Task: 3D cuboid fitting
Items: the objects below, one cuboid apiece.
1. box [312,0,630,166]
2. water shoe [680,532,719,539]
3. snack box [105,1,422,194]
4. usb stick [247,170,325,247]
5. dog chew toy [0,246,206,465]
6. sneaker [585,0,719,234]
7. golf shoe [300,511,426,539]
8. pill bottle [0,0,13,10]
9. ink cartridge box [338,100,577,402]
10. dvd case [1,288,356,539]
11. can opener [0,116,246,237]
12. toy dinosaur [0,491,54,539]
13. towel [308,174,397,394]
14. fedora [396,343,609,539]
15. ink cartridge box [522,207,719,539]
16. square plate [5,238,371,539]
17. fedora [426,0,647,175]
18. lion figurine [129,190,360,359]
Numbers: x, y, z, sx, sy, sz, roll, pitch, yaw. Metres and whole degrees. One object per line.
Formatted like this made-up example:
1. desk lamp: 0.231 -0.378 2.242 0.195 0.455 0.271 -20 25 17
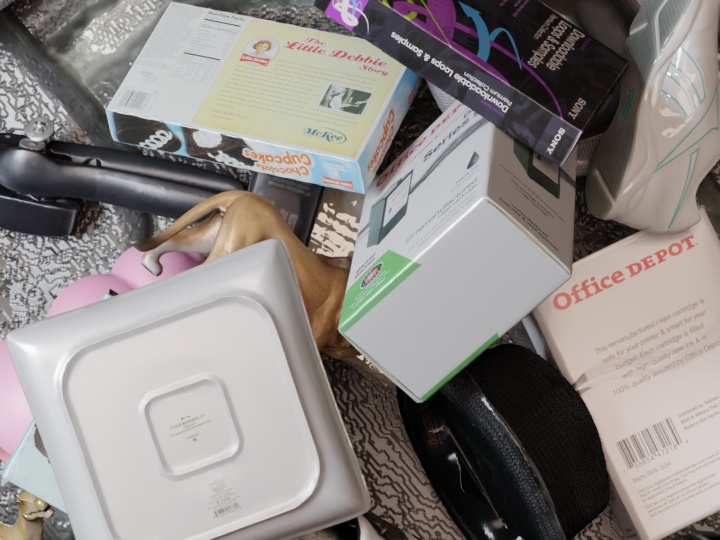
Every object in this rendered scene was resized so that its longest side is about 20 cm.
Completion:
1. box: 0.079 -0.161 1.648 0.199 0.143 0.036 34 121 2
2. water shoe: 0.231 0.224 1.706 0.199 0.071 0.079 -29 111 -27
3. snack box: -0.068 -0.125 1.737 0.199 0.037 0.117 13 53 20
4. usb stick: -0.070 -0.003 1.739 0.055 0.033 0.201 17 83 -8
5. dog chew toy: -0.181 0.061 1.722 0.124 0.125 0.200 40 75 4
6. sneaker: 0.222 -0.121 1.706 0.080 0.070 0.202 20 85 -21
7. golf shoe: 0.017 0.215 1.714 0.199 0.095 0.078 21 81 1
8. pill bottle: -0.297 -0.232 1.763 0.200 0.111 0.111 -37 84 -6
9. ink cartridge box: 0.068 -0.029 1.638 0.084 0.200 0.146 40 116 -16
10. dvd case: -0.122 0.126 1.652 0.199 0.022 0.147 31 88 -10
11. can opener: -0.181 -0.065 1.770 0.198 0.079 0.064 5 37 4
12. toy dinosaur: -0.258 0.218 1.721 0.101 0.058 0.200 45 120 -10
13. towel: 0.000 0.000 1.775 0.199 0.034 0.133 32 84 4
14. fedora: 0.112 0.125 1.695 0.091 0.201 0.201 -31 83 -20
15. ink cartridge box: 0.218 0.077 1.742 0.145 0.084 0.201 -24 83 -5
16. square plate: -0.112 0.103 1.628 0.199 0.028 0.200 -19 95 -7
17. fedora: 0.133 -0.156 1.770 0.199 0.090 0.178 17 83 -6
18. lion figurine: -0.055 0.002 1.682 0.123 0.072 0.200 -49 117 -3
